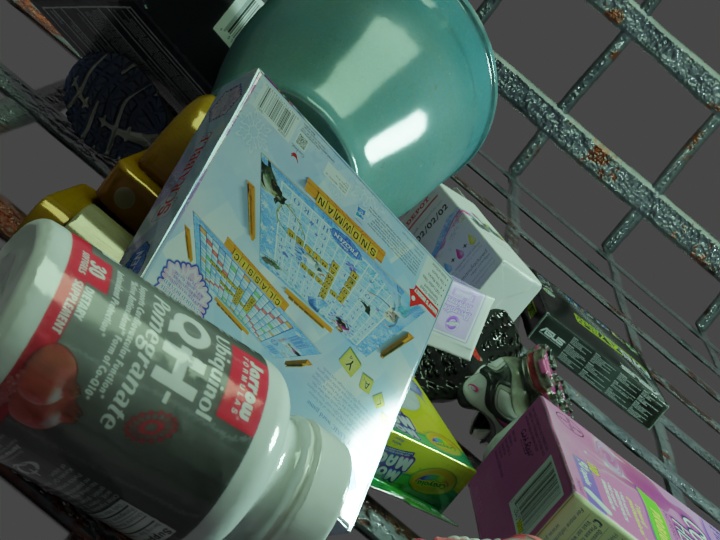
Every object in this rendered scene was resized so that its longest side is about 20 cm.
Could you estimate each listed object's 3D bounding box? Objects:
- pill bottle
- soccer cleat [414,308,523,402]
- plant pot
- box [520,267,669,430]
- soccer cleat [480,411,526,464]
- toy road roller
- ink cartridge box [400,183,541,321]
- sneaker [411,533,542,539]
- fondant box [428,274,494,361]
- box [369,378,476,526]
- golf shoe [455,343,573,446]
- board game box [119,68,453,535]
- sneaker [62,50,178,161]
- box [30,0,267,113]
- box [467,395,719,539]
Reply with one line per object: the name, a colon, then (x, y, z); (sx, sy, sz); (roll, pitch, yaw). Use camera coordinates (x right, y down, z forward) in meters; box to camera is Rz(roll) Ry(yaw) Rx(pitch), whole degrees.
pill bottle: (-0.104, 0.072, 0.746); (0.199, 0.111, 0.111); (34, 14, -22)
soccer cleat: (0.069, 0.082, 1.335); (0.199, 0.073, 0.069); (-17, 81, -55)
plant pot: (-0.025, -0.111, 1.098); (0.199, 0.201, 0.188); (40, 39, 2)
box: (0.286, 0.095, 1.909); (0.199, 0.048, 0.193); (37, 11, -9)
soccer cleat: (0.181, 0.176, 1.275); (0.199, 0.078, 0.069); (29, 17, -42)
toy road roller: (-0.120, -0.030, 0.957); (0.122, 0.146, 0.200); (39, 13, -1)
ink cartridge box: (0.084, -0.007, 1.527); (0.067, 0.116, 0.200); (29, 16, -38)
sneaker: (0.070, 0.188, 0.935); (0.087, 0.074, 0.200); (40, 13, 9)
fondant box: (0.000, 0.000, 1.244); (0.143, 0.059, 0.200); (22, 5, -28)
box: (0.006, 0.100, 1.108); (0.117, 0.049, 0.201); (29, 19, -37)
golf shoe: (0.141, 0.127, 1.327); (0.200, 0.091, 0.073); (58, 19, -56)
board game box: (-0.046, 0.019, 0.909); (0.200, 0.041, 0.201); (46, 49, -25)
sneaker: (-0.168, -0.102, 1.259); (0.200, 0.077, 0.085); (42, -3, 16)
box: (-0.143, -0.204, 1.281); (0.197, 0.124, 0.200); (12, -30, 52)
box: (0.190, 0.216, 1.128); (0.199, 0.097, 0.176); (38, 13, -11)
